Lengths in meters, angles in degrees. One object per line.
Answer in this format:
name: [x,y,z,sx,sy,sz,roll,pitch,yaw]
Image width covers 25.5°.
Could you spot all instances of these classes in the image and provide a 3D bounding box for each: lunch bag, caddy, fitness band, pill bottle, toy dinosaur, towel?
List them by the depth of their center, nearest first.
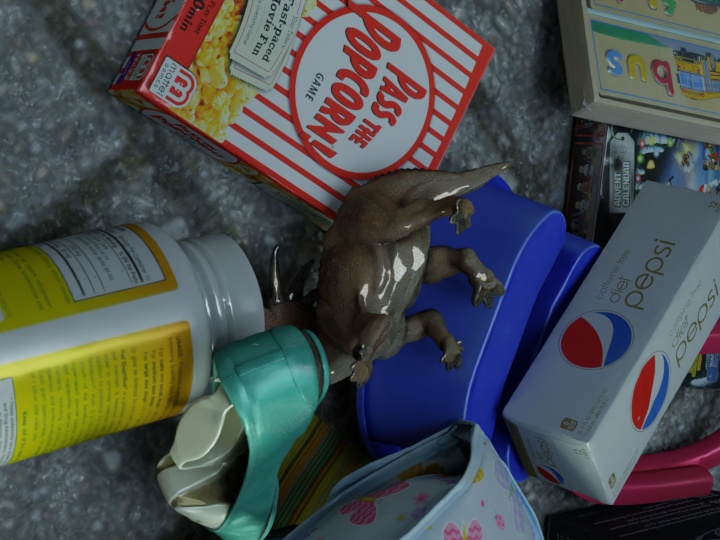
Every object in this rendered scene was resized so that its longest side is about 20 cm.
pill bottle: [-0.155,0.037,0.854,0.199,0.109,0.110,-14,102,-30]
lunch bag: [0.031,0.206,0.884,0.200,0.127,0.170,-39,110,-29]
toy dinosaur: [0.000,0.000,0.923,0.086,0.135,0.201,38,79,-48]
caddy: [0.069,0.037,1.001,0.141,0.105,0.201,33,76,-54]
towel: [-0.001,0.166,1.017,0.200,0.018,0.086,40,75,-29]
fitness band: [0.213,0.093,1.097,0.199,0.037,0.144,-2,122,-29]

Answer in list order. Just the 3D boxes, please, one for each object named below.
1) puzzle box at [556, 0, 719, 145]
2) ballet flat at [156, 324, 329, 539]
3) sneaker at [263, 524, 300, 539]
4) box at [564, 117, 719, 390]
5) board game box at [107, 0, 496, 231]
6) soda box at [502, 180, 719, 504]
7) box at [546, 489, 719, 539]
puzzle box: [0.219,-0.155,1.091,0.199,0.025,0.134,6,70,-32]
ballet flat: [-0.075,0.097,0.868,0.070,0.200,0.068,-11,58,-25]
sneaker: [0.022,0.203,0.990,0.199,0.082,0.073,22,101,-14]
box: [0.204,-0.020,1.115,0.136,0.040,0.201,5,92,-31]
board game box: [-0.030,-0.121,0.954,0.200,0.046,0.152,32,78,-31]
soda box: [0.167,0.041,0.989,0.200,0.063,0.068,-55,141,-26]
box: [0.242,0.223,1.066,0.147,0.200,0.105,-6,99,-31]
